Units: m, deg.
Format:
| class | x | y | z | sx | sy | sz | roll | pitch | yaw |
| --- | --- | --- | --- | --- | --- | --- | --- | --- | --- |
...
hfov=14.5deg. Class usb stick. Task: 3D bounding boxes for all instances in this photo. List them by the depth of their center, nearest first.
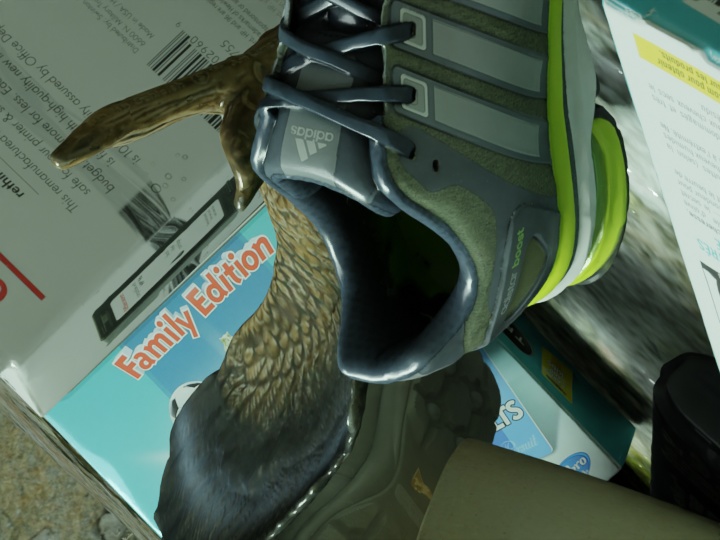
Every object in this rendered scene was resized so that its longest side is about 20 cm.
| class | x | y | z | sx | sy | sz | roll | pitch | yaw |
| --- | --- | --- | --- | --- | --- | --- | --- | --- | --- |
| usb stick | 0.121 | 0.077 | 0.951 | 0.055 | 0.033 | 0.200 | 43 | 169 | 18 |

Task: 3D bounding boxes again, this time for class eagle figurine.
| class | x | y | z | sx | sy | sz | roll | pitch | yaw |
| --- | --- | --- | --- | --- | --- | --- | --- | --- | --- |
| eagle figurine | -0.002 | -0.005 | 0.842 | 0.200 | 0.151 | 0.151 | 81 | -177 | -45 |

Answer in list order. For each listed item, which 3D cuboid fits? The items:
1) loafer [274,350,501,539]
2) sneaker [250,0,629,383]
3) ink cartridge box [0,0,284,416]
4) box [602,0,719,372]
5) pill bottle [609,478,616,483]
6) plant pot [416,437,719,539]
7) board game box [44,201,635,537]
| class | x | y | z | sx | sy | sz | roll | pitch | yaw |
| --- | --- | --- | --- | --- | --- | --- | --- | --- | --- |
| loafer | -0.011 | 0.091 | 0.926 | 0.070 | 0.200 | 0.070 | -21 | 113 | 33 |
| sneaker | 0.009 | -0.058 | 0.650 | 0.074 | 0.081 | 0.200 | 8 | 131 | 36 |
| ink cartridge box | -0.108 | -0.037 | 0.943 | 0.116 | 0.200 | 0.068 | 43 | 169 | 14 |
| box | 0.118 | 0.008 | 0.627 | 0.082 | 0.049 | 0.200 | 38 | 162 | 38 |
| pill bottle | 0.055 | 0.116 | 1.130 | 0.200 | 0.112 | 0.112 | 47 | 169 | -5 |
| plant pot | 0.115 | 0.161 | 0.883 | 0.199 | 0.188 | 0.187 | 9 | 159 | 11 |
| board game box | -0.023 | 0.041 | 1.039 | 0.200 | 0.151 | 0.047 | 46 | -161 | -4 |
